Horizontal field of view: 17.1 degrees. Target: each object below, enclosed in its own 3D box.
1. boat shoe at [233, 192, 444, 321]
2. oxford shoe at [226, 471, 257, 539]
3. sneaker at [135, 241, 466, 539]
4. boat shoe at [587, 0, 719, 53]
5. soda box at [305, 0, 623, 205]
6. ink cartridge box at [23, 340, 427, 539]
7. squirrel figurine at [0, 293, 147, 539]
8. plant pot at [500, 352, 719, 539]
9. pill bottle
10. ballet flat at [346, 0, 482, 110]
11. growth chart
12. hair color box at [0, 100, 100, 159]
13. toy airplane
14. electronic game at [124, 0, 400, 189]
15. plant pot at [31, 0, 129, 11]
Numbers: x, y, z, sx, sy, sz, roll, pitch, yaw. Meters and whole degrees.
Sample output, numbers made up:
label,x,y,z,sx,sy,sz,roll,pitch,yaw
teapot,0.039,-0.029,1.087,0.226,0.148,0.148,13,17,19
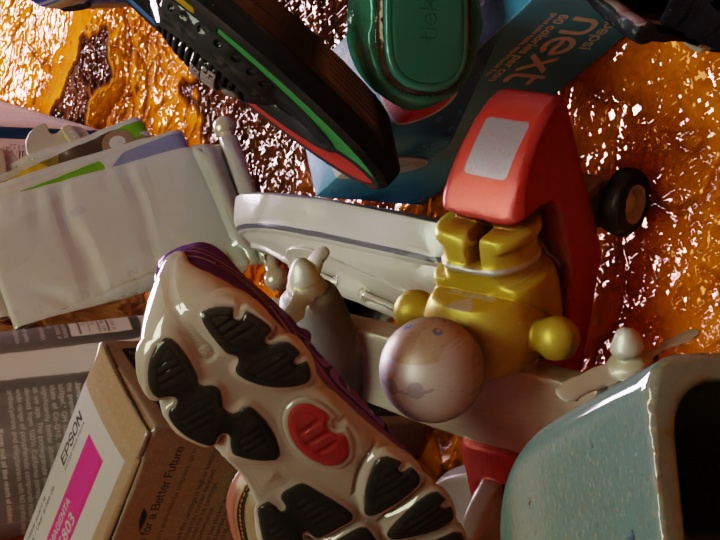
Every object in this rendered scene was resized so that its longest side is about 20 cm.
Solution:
label,x,y,z,sx,sy,sz,roll,pitch,yaw
boat shoe,0.000,0.000,1.203,0.200,0.072,0.066,11,93,48
oxford shoe,0.007,0.146,1.104,0.070,0.200,0.075,-46,46,-7
sneaker,-0.021,0.064,1.007,0.081,0.200,0.083,-27,29,11
boat shoe,0.117,-0.164,1.006,0.200,0.093,0.075,59,134,40
soda box,0.048,-0.103,1.131,0.200,0.068,0.064,-41,55,48
ink cartridge box,-0.080,0.132,1.225,0.075,0.165,0.200,56,132,42
squirrel figurine,-0.221,0.057,1.417,0.142,0.200,0.187,40,148,28
plant pot,0.148,0.140,0.863,0.200,0.196,0.196,156,113,-65
pill bottle,-0.148,0.083,1.287,0.111,0.200,0.111,174,90,-79
ballet flat,0.023,-0.170,1.057,0.070,0.067,0.200,178,98,-71
growth chart,-0.150,-0.029,1.343,0.018,0.200,0.145,81,176,-54
hair color box,-0.259,-0.078,1.575,0.200,0.100,0.061,19,105,56
toy airplane,0.054,0.048,1.043,0.200,0.141,0.199,-40,74,32
electronic game,-0.062,-0.104,1.080,0.042,0.200,0.200,-51,37,-4
plant pot,-0.084,-0.237,1.235,0.200,0.200,0.180,-12,85,56
